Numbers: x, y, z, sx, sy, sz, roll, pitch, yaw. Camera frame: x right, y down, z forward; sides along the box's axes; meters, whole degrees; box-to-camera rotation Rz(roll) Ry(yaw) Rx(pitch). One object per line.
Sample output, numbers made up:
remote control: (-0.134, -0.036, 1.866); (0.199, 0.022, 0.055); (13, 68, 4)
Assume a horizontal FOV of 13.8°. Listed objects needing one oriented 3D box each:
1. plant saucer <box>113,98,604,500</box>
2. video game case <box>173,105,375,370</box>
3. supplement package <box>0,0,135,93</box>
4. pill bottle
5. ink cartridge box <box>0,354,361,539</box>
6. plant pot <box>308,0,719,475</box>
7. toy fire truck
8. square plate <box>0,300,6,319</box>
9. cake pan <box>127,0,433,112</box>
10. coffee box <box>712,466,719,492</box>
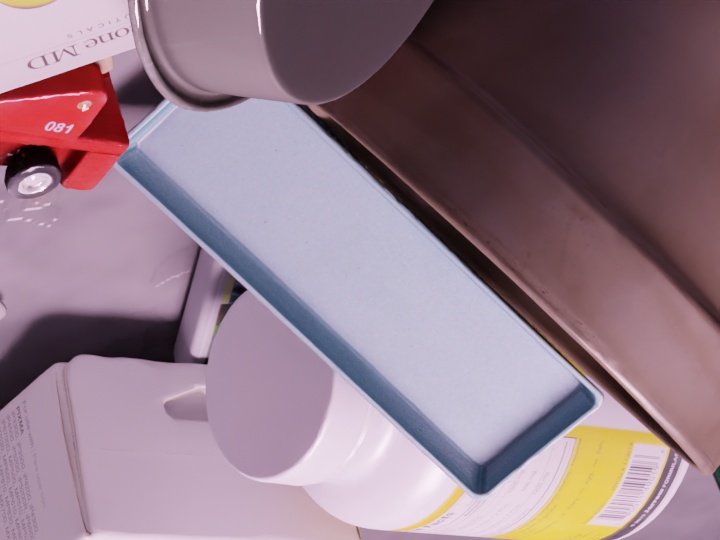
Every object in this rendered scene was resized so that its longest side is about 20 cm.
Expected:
plant saucer: (0.000, 0.000, 1.116); (0.200, 0.019, 0.070); (44, 115, -12)
video game case: (0.024, -0.024, 1.226); (0.182, 0.022, 0.200); (-9, 151, -19)
supplement package: (-0.117, -0.147, 0.828); (0.114, 0.110, 0.200); (-19, 152, -1)
pill bottle: (0.038, 0.053, 1.230); (0.200, 0.112, 0.112); (9, 140, -41)
ink cartridge box: (-0.116, 0.121, 1.304); (0.145, 0.084, 0.200); (5, 149, -36)
plant pot: (0.110, -0.055, 1.063); (0.174, 0.200, 0.200); (-46, 149, 0)
toy fire truck: (-0.104, -0.085, 1.009); (0.200, 0.049, 0.141); (5, 142, -37)
square plate: (-0.258, 0.028, 1.131); (0.198, 0.028, 0.200); (-25, 151, 9)
cake pan: (-0.001, -0.135, 0.868); (0.200, 0.037, 0.200); (-53, 157, -35)
coffee box: (0.248, 0.047, 1.341); (0.200, 0.123, 0.044); (-25, 151, 7)
